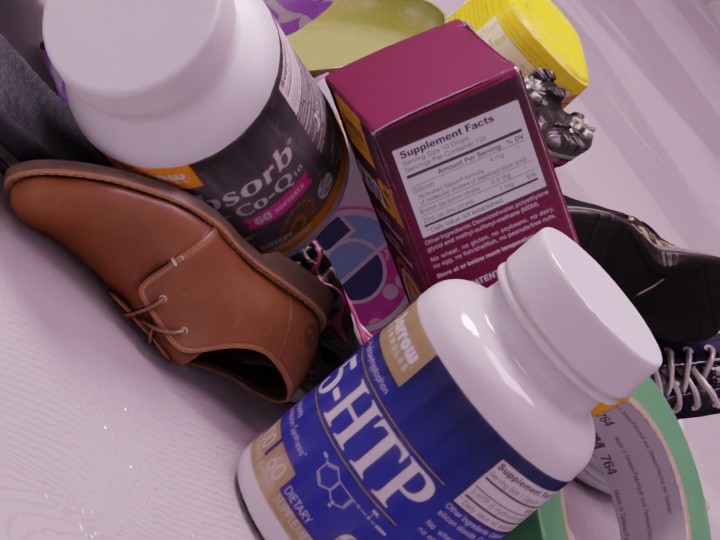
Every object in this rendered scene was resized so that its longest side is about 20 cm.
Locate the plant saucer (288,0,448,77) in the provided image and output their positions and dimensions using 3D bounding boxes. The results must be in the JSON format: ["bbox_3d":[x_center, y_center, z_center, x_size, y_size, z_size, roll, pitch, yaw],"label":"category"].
[{"bbox_3d":[-0.043,-0.142,1.856,0.200,0.199,0.031,-85,173,-70],"label":"plant saucer"}]

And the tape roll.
[{"bbox_3d":[0.133,0.143,1.662,0.200,0.048,0.201,30,53,-49],"label":"tape roll"}]

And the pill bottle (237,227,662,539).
[{"bbox_3d":[0.047,0.076,1.455,0.120,0.200,0.120,44,15,-15],"label":"pill bottle"}]

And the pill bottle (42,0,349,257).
[{"bbox_3d":[-0.085,-0.088,1.505,0.117,0.116,0.200,57,2,28],"label":"pill bottle"}]

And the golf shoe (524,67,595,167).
[{"bbox_3d":[0.065,-0.069,1.727,0.077,0.088,0.200,58,25,16],"label":"golf shoe"}]

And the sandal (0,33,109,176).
[{"bbox_3d":[-0.175,-0.069,1.506,0.200,0.043,0.076,46,19,-52],"label":"sandal"}]

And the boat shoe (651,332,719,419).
[{"bbox_3d":[0.187,0.065,1.831,0.200,0.092,0.075,-20,105,-75],"label":"boat shoe"}]

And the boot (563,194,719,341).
[{"bbox_3d":[0.119,-0.012,1.805,0.203,0.074,0.153,13,7,-45],"label":"boot"}]

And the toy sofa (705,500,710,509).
[{"bbox_3d":[0.224,0.251,1.801,0.200,0.098,0.083,51,39,8],"label":"toy sofa"}]

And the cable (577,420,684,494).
[{"bbox_3d":[0.142,0.065,2.022,0.200,0.069,0.200,55,17,19],"label":"cable"}]

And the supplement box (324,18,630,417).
[{"bbox_3d":[0.062,-0.018,1.548,0.110,0.085,0.201,-126,-166,-67],"label":"supplement box"}]

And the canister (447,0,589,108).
[{"bbox_3d":[0.049,-0.095,1.887,0.087,0.200,0.149,44,15,-14],"label":"canister"}]

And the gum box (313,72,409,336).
[{"bbox_3d":[0.000,0.000,1.677,0.200,0.113,0.066,49,14,0],"label":"gum box"}]

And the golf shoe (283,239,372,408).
[{"bbox_3d":[-0.024,0.050,1.605,0.200,0.073,0.092,50,-15,12],"label":"golf shoe"}]

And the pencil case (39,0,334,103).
[{"bbox_3d":[-0.085,-0.144,1.642,0.085,0.200,0.084,6,56,-61],"label":"pencil case"}]

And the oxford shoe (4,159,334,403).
[{"bbox_3d":[-0.099,0.006,1.488,0.200,0.071,0.072,30,60,-27],"label":"oxford shoe"}]
